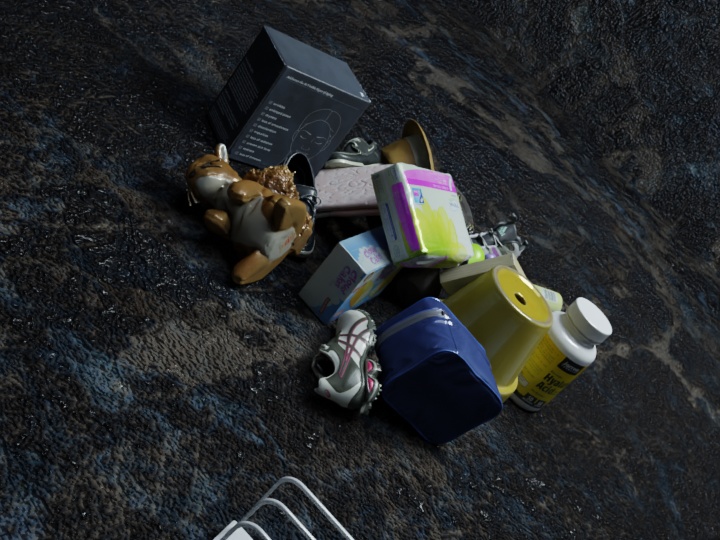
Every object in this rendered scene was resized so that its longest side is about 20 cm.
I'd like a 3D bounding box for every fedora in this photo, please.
[{"bbox_3d":[0.089,-0.203,1.862,0.081,0.202,0.202,-9,46,-12],"label":"fedora"}]

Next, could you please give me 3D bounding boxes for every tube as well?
[{"bbox_3d":[0.276,0.037,1.679,0.198,0.058,0.053,20,69,-27],"label":"tube"}]

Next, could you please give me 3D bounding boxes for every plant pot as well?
[{"bbox_3d":[0.203,0.101,1.501,0.199,0.189,0.202,30,30,-20],"label":"plant pot"}]

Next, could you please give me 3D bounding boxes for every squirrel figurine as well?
[{"bbox_3d":[-0.169,-0.098,1.382,0.186,0.143,0.199,38,20,17],"label":"squirrel figurine"}]

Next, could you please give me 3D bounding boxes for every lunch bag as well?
[{"bbox_3d":[0.114,0.145,1.350,0.200,0.135,0.133,48,20,-37],"label":"lunch bag"}]

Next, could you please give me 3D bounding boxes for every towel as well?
[{"bbox_3d":[0.000,-0.139,1.623,0.201,0.188,0.033,-68,153,-62],"label":"towel"}]

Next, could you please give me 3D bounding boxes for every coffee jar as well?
[{"bbox_3d":[0.076,-0.035,1.621,0.105,0.084,0.201,71,-2,-49],"label":"coffee jar"}]

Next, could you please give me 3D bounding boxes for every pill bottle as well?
[{"bbox_3d":[0.337,0.142,1.604,0.110,0.200,0.112,30,29,-19],"label":"pill bottle"}]

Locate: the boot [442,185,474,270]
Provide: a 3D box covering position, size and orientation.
[{"bbox_3d":[0.172,-0.085,1.672,0.174,0.068,0.203,13,59,-65],"label":"boot"}]

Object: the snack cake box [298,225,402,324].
[{"bbox_3d":[0.000,0.000,1.456,0.067,0.115,0.199,47,28,10],"label":"snack cake box"}]

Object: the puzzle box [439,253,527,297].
[{"bbox_3d":[0.229,0.043,1.604,0.200,0.131,0.026,51,30,-52],"label":"puzzle box"}]

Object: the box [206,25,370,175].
[{"bbox_3d":[-0.126,-0.282,1.605,0.198,0.197,0.125,14,38,-43],"label":"box"}]

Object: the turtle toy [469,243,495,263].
[{"bbox_3d":[0.241,0.022,1.757,0.199,0.101,0.147,31,29,-20],"label":"turtle toy"}]

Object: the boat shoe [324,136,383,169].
[{"bbox_3d":[-0.017,-0.223,1.783,0.199,0.071,0.069,-15,98,-64],"label":"boat shoe"}]

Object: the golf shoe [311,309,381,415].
[{"bbox_3d":[-0.024,0.114,1.310,0.087,0.078,0.201,16,29,-16],"label":"golf shoe"}]

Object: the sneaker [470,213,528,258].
[{"bbox_3d":[0.259,-0.064,1.861,0.198,0.140,0.078,14,38,-43],"label":"sneaker"}]

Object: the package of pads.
[{"bbox_3d":[0.104,-0.082,1.485,0.199,0.068,0.157,0,73,-59],"label":"package of pads"}]

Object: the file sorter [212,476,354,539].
[{"bbox_3d":[-0.099,0.309,0.873,0.139,0.125,0.200,46,27,7],"label":"file sorter"}]

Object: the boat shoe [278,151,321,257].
[{"bbox_3d":[-0.104,-0.111,1.506,0.074,0.062,0.202,12,51,-22],"label":"boat shoe"}]
